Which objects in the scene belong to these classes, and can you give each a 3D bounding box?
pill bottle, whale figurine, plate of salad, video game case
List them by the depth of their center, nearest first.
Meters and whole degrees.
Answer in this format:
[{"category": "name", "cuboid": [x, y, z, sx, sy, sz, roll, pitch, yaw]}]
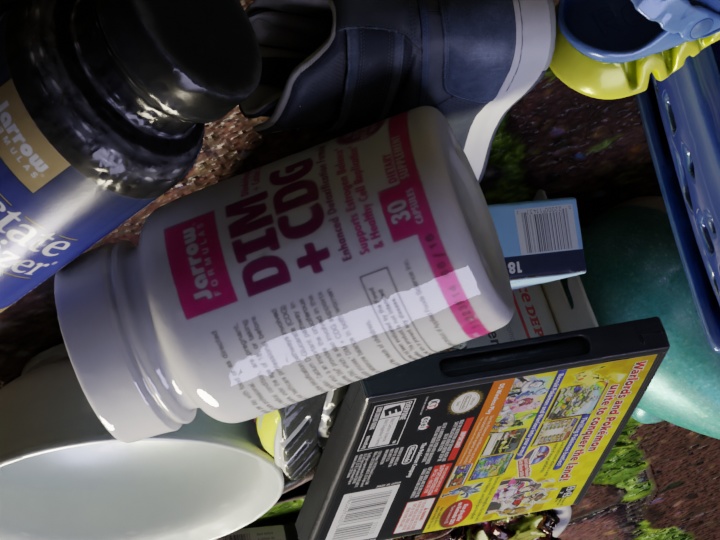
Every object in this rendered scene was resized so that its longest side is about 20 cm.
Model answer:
[{"category": "pill bottle", "cuboid": [-0.145, -0.065, 1.254, 0.200, 0.112, 0.112, -34, 151, 30]}, {"category": "pill bottle", "cuboid": [-0.037, 0.006, 1.295, 0.200, 0.114, 0.113, -21, 155, 10]}, {"category": "video game case", "cuboid": [0.066, 0.097, 1.555, 0.180, 0.026, 0.200, -9, 151, -17]}, {"category": "whale figurine", "cuboid": [0.193, 0.053, 1.603, 0.104, 0.200, 0.159, -31, 166, -39]}, {"category": "plate of salad", "cuboid": [0.069, 0.222, 2.061, 0.200, 0.048, 0.200, -15, 154, -7]}]

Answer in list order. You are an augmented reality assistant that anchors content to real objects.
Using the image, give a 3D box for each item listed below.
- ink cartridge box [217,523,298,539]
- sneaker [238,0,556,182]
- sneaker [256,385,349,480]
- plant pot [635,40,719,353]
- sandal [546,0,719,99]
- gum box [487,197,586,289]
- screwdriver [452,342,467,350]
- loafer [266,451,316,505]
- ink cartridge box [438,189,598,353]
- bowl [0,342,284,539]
[{"category": "ink cartridge box", "cuboid": [-0.070, 0.242, 2.009, 0.095, 0.037, 0.200, -5, 150, -12]}, {"category": "sneaker", "cuboid": [-0.001, -0.086, 1.354, 0.146, 0.077, 0.202, -6, 156, -17]}, {"category": "sneaker", "cuboid": [-0.039, 0.065, 1.580, 0.078, 0.090, 0.200, -47, 172, 1]}, {"category": "plant pot", "cuboid": [0.255, -0.066, 1.422, 0.200, 0.200, 0.180, -14, 171, -10]}, {"category": "sandal", "cuboid": [0.181, -0.153, 1.289, 0.200, 0.080, 0.087, -29, 155, -11]}, {"category": "gum box", "cuboid": [0.000, 0.000, 1.479, 0.170, 0.045, 0.200, -6, 176, -25]}, {"category": "screwdriver", "cuboid": [0.024, 0.037, 1.566, 0.029, 0.028, 0.200, 26, 174, -12]}, {"category": "loafer", "cuboid": [-0.040, 0.139, 1.797, 0.200, 0.063, 0.072, -12, 154, -14]}, {"category": "ink cartridge box", "cuboid": [0.069, 0.050, 1.627, 0.067, 0.117, 0.200, -8, 152, -23]}, {"category": "bowl", "cuboid": [-0.148, 0.097, 1.591, 0.201, 0.091, 0.201, -7, 156, -3]}]
